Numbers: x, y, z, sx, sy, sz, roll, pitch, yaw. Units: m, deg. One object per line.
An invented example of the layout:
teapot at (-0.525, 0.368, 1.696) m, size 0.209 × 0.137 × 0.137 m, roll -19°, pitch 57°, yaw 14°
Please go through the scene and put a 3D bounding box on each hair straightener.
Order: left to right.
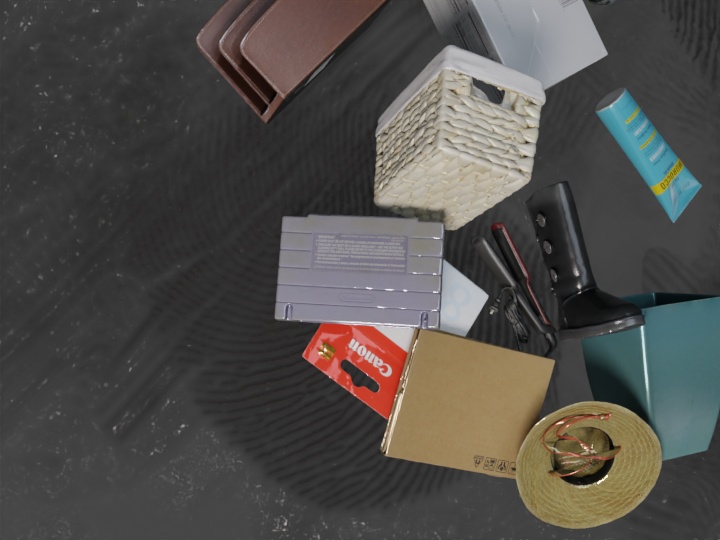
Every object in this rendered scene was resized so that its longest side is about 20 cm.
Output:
hair straightener at (0.198, 0.042, 1.118) m, size 0.076 × 0.041 × 0.202 m, roll -30°, pitch 99°, yaw -20°

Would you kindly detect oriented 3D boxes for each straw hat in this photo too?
straw hat at (0.282, 0.226, 1.093) m, size 0.197 × 0.085 × 0.204 m, roll -2°, pitch 117°, yaw -4°

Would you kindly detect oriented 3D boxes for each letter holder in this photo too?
letter holder at (-0.083, -0.305, 1.014) m, size 0.142 × 0.100 × 0.200 m, roll 46°, pitch 72°, yaw -8°

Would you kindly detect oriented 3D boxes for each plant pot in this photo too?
plant pot at (0.389, 0.139, 1.125) m, size 0.139 × 0.141 × 0.204 m, roll -6°, pitch 93°, yaw -20°

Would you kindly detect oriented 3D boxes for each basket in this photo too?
basket at (0.107, -0.144, 0.995) m, size 0.134 × 0.200 × 0.125 m, roll 16°, pitch 68°, yaw -18°

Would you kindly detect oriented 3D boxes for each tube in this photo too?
tube at (0.413, -0.168, 1.213) m, size 0.077 × 0.050 × 0.200 m, roll -45°, pitch 105°, yaw -11°

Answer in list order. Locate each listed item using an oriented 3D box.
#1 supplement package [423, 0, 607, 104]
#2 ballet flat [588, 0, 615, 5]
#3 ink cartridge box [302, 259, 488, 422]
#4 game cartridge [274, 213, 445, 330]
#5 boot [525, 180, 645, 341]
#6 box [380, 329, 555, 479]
supplement package at (0.198, -0.328, 1.112) m, size 0.154 × 0.111 × 0.202 m, roll -29°, pitch 95°, yaw -20°
ballet flat at (0.339, -0.476, 1.212) m, size 0.071 × 0.072 × 0.204 m, roll -6°, pitch 87°, yaw -20°
ink cartridge box at (0.046, 0.066, 1.049) m, size 0.159 × 0.047 × 0.201 m, roll 37°, pitch 72°, yaw -13°
game cartridge at (0.000, 0.000, 1.006) m, size 0.196 × 0.038 × 0.132 m, roll 3°, pitch 79°, yaw 8°
boot at (0.279, -0.017, 1.074) m, size 0.065 × 0.165 × 0.204 m, roll -8°, pitch 83°, yaw -19°
box at (0.137, 0.168, 1.062) m, size 0.197 × 0.021 × 0.166 m, roll 14°, pitch 95°, yaw -19°
